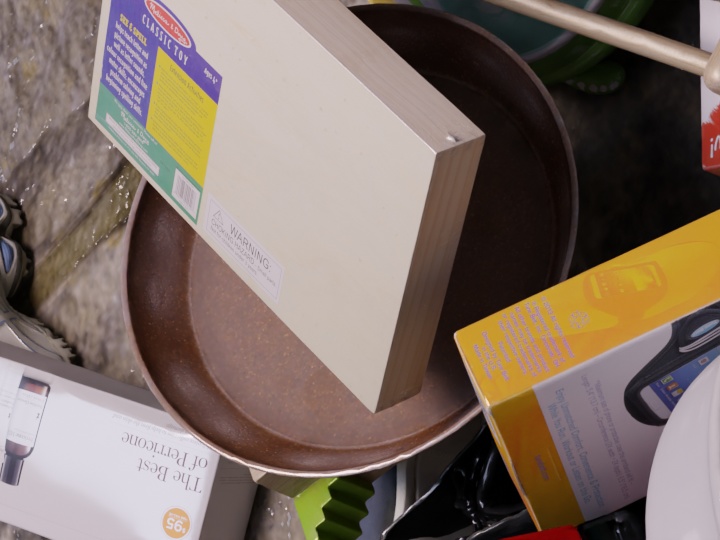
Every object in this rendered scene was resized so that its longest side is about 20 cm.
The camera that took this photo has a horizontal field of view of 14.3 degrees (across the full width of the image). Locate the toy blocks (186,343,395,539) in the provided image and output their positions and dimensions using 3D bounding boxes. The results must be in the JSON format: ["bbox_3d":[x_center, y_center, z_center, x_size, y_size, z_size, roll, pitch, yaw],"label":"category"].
[{"bbox_3d":[0.000,0.000,1.210,0.137,0.100,0.200,-39,49,22],"label":"toy blocks"}]

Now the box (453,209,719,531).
[{"bbox_3d":[0.141,0.023,1.069,0.200,0.119,0.041,-26,57,-1],"label":"box"}]

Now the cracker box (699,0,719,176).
[{"bbox_3d":[0.201,-0.141,1.131,0.134,0.058,0.200,-12,74,45],"label":"cracker box"}]

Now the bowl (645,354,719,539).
[{"bbox_3d":[0.166,0.108,1.013,0.090,0.201,0.201,-31,60,42],"label":"bowl"}]

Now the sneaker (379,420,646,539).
[{"bbox_3d":[0.104,0.068,1.162,0.200,0.104,0.060,-46,51,33],"label":"sneaker"}]

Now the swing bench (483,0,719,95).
[{"bbox_3d":[0.102,-0.180,1.068,0.199,0.130,0.200,22,95,24],"label":"swing bench"}]

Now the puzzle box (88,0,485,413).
[{"bbox_3d":[-0.035,-0.056,1.098,0.200,0.025,0.133,45,141,31],"label":"puzzle box"}]

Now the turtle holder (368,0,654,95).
[{"bbox_3d":[0.049,-0.149,1.249,0.185,0.132,0.141,-23,66,43],"label":"turtle holder"}]

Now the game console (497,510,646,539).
[{"bbox_3d":[0.078,0.203,1.075,0.172,0.119,0.200,90,163,-76],"label":"game console"}]

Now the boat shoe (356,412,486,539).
[{"bbox_3d":[0.014,0.121,1.277,0.062,0.075,0.200,-14,71,45],"label":"boat shoe"}]

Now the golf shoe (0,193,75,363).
[{"bbox_3d":[-0.216,0.039,1.536,0.078,0.097,0.200,-48,52,28],"label":"golf shoe"}]

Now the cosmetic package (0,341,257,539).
[{"bbox_3d":[-0.148,0.092,1.434,0.200,0.051,0.083,16,97,28],"label":"cosmetic package"}]

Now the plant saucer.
[{"bbox_3d":[-0.001,-0.010,1.149,0.200,0.034,0.200,-10,67,24],"label":"plant saucer"}]
